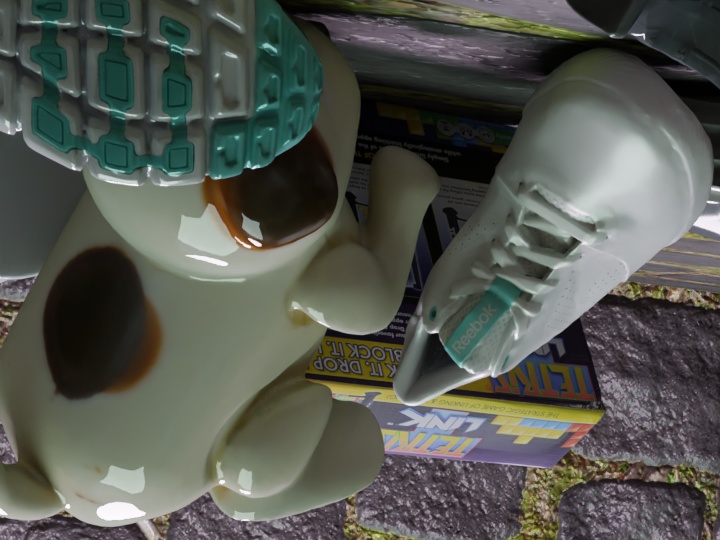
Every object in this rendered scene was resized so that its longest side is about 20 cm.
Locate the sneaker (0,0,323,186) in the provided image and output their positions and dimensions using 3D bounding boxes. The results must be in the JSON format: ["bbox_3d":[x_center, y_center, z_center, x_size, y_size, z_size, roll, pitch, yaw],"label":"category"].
[{"bbox_3d":[-0.109,-0.078,0.709,0.199,0.078,0.091,11,-166,-2],"label":"sneaker"}]

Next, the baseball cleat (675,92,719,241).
[{"bbox_3d":[0.165,-0.039,0.887,0.199,0.070,0.106,17,-171,27],"label":"baseball cleat"}]

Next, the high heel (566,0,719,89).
[{"bbox_3d":[0.145,-0.009,0.545,0.142,0.072,0.200,14,-148,-44],"label":"high heel"}]

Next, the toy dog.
[{"bbox_3d":[-0.065,-0.013,0.826,0.193,0.201,0.140,-19,-127,-33],"label":"toy dog"}]

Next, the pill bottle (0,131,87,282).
[{"bbox_3d":[-0.187,-0.049,0.963,0.114,0.115,0.200,8,179,-33],"label":"pill bottle"}]

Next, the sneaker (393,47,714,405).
[{"bbox_3d":[0.064,-0.003,0.849,0.075,0.089,0.200,39,150,5],"label":"sneaker"}]

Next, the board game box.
[{"bbox_3d":[0.000,0.000,1.040,0.199,0.166,0.057,8,143,-29],"label":"board game box"}]
